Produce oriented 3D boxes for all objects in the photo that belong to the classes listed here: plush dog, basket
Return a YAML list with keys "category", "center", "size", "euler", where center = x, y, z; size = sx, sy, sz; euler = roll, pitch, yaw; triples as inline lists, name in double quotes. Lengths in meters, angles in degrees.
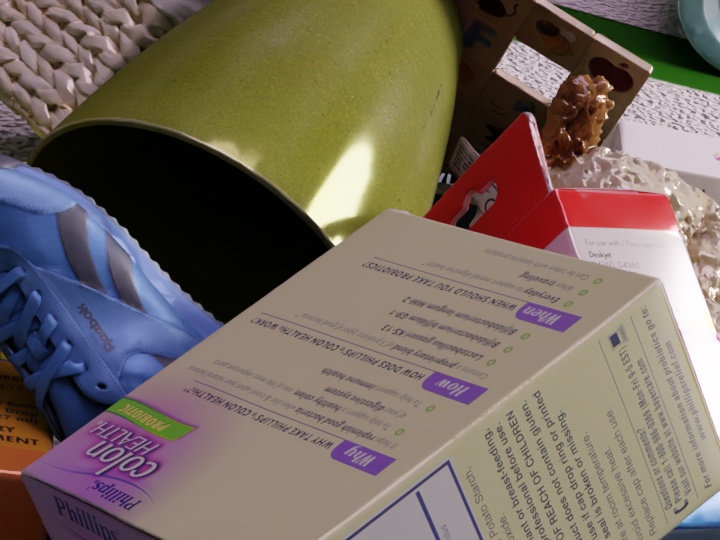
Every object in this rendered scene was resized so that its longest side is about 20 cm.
- category: "plush dog"
  center: [0.144, 0.001, 1.266]
  size: [0.172, 0.161, 0.200]
  euler: [19, -14, -42]
- category: "basket"
  center: [-0.135, -0.120, 1.422]
  size: [0.136, 0.123, 0.200]
  euler: [40, -1, -41]

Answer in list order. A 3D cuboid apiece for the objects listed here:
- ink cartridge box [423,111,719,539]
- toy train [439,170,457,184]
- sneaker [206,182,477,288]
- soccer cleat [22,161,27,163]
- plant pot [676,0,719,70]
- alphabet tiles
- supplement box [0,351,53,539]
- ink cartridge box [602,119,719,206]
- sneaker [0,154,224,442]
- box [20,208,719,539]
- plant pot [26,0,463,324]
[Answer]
- category: "ink cartridge box"
  center: [0.095, 0.044, 1.097]
  size: [0.067, 0.116, 0.200]
  euler: [2, 60, -32]
- category: "toy train"
  center: [0.029, -0.066, 1.479]
  size: [0.200, 0.087, 0.114]
  euler: [1, 19, -22]
- category: "sneaker"
  center: [0.000, 0.000, 1.346]
  size: [0.200, 0.075, 0.085]
  euler: [4, 41, -23]
- category: "soccer cleat"
  center: [-0.193, -0.031, 1.296]
  size: [0.065, 0.084, 0.200]
  euler: [20, 25, 20]
- category: "plant pot"
  center: [0.313, -0.240, 1.888]
  size: [0.200, 0.200, 0.188]
  euler: [13, 39, 5]
- category: "alphabet tiles"
  center: [0.036, -0.113, 1.307]
  size: [0.200, 0.167, 0.008]
  euler: [33, 59, 1]
- category: "supplement box"
  center: [-0.172, 0.066, 1.110]
  size: [0.066, 0.069, 0.200]
  euler: [7, 22, -13]
- category: "ink cartridge box"
  center: [0.186, -0.009, 1.378]
  size: [0.200, 0.115, 0.068]
  euler: [10, 23, 0]
- category: "sneaker"
  center: [-0.117, 0.029, 1.054]
  size: [0.200, 0.066, 0.078]
  euler: [41, 40, -10]
- category: "box"
  center: [0.005, 0.079, 0.976]
  size: [0.200, 0.097, 0.176]
  euler: [-35, 28, -25]
- category: "plant pot"
  center: [-0.032, -0.065, 1.229]
  size: [0.187, 0.187, 0.200]
  euler: [20, 52, 19]
